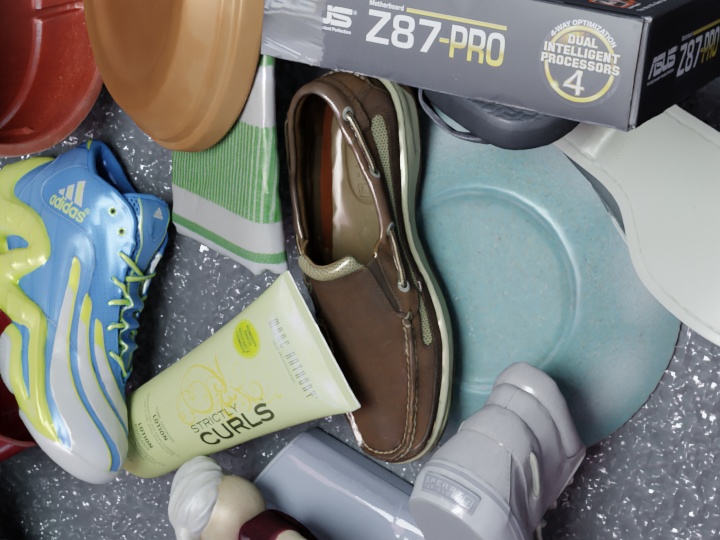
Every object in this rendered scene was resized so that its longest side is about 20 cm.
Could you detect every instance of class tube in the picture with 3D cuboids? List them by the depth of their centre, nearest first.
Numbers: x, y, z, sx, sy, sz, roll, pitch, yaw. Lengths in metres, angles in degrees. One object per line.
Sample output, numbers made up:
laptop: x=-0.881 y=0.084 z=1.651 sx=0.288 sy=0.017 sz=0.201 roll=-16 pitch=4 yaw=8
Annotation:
tube: x=-0.074 y=0.065 z=0.930 sx=0.058 sy=0.052 sz=0.200 roll=28 pitch=147 yaw=-24

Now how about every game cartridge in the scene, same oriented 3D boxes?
game cartridge: x=-0.030 y=0.199 z=0.988 sx=0.133 sy=0.041 sz=0.201 roll=30 pitch=111 yaw=21

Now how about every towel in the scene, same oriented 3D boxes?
towel: x=-0.069 y=-0.108 z=0.905 sx=0.152 sy=0.023 sz=0.202 roll=-154 pitch=63 yaw=-65

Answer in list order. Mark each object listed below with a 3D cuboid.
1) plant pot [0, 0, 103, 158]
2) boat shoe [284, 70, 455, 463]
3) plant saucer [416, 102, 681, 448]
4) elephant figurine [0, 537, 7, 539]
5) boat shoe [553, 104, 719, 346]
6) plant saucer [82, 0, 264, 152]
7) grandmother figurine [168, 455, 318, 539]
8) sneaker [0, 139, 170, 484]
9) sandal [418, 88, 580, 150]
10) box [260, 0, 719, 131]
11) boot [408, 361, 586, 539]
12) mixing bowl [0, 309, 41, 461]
plant pot: x=-0.275 y=-0.147 z=0.957 sx=0.194 sy=0.200 sz=0.203 roll=-9 pitch=97 yaw=33
boat shoe: x=-0.005 y=0.001 z=0.871 sx=0.074 sy=0.075 sz=0.204 roll=-9 pitch=91 yaw=33
plant saucer: x=0.068 y=0.008 z=0.903 sx=0.199 sy=0.039 sz=0.203 roll=5 pitch=103 yaw=23
elephant figurine: x=-0.264 y=0.177 z=1.029 sx=0.141 sy=0.155 sz=0.201 roll=-31 pitch=95 yaw=41
boat shoe: x=0.150 y=-0.035 z=0.808 sx=0.073 sy=0.062 sz=0.200 roll=-46 pitch=55 yaw=14
plant saucer: x=-0.103 y=-0.161 z=0.889 sx=0.200 sy=0.037 sz=0.202 roll=15 pitch=107 yaw=61
grandmother figurine: x=-0.022 y=0.162 z=0.909 sx=0.199 sy=0.061 sz=0.122 roll=31 pitch=149 yaw=25
sneaker: x=-0.150 y=0.012 z=0.962 sx=0.105 sy=0.076 sz=0.201 roll=-31 pitch=67 yaw=21
sandal: x=0.054 y=-0.097 z=0.829 sx=0.075 sy=0.200 sz=0.043 roll=-11 pitch=117 yaw=-14
box: x=0.074 y=-0.112 z=0.733 sx=0.160 sy=0.200 sz=0.050 roll=13 pitch=111 yaw=24
boot: x=0.084 y=0.129 z=0.884 sx=0.073 sy=0.096 sz=0.201 roll=27 pitch=155 yaw=25
mixing bowl: x=-0.275 y=0.051 z=0.958 sx=0.108 sy=0.200 sz=0.201 roll=-40 pitch=82 yaw=8
